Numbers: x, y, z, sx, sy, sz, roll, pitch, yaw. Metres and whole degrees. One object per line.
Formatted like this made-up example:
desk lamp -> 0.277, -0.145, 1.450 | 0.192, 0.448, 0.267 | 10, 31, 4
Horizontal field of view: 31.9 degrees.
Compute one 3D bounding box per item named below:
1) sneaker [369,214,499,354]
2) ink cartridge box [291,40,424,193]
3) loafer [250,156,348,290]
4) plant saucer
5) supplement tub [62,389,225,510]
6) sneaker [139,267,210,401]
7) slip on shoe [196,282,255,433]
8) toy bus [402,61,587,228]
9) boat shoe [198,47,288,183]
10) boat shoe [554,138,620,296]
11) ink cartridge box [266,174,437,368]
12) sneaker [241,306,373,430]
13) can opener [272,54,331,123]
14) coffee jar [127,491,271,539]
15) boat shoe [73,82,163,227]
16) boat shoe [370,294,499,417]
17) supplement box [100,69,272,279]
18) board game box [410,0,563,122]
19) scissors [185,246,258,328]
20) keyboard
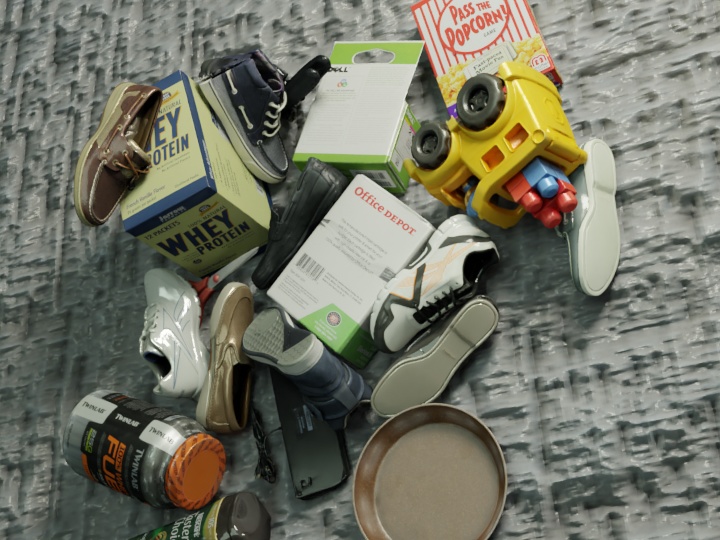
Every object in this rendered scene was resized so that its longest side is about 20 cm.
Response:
sneaker -> 0.090, 0.024, 1.547 | 0.200, 0.074, 0.080 | -52, 47, 1
ink cartridge box -> 0.012, -0.211, 1.713 | 0.147, 0.076, 0.201 | 5, 63, 28
loafer -> -0.092, -0.062, 1.682 | 0.070, 0.068, 0.201 | 38, 112, 6
plant saucer -> 0.086, 0.261, 1.510 | 0.199, 0.034, 0.201 | -9, 67, 22
supplement tub -> -0.282, 0.237, 1.648 | 0.199, 0.122, 0.123 | 14, 77, 33
sneaker -> -0.260, 0.083, 1.705 | 0.074, 0.087, 0.201 | -43, 58, 38
slip on shoe -> -0.165, 0.116, 1.668 | 0.060, 0.076, 0.201 | 4, 75, 33
toy bus -> 0.176, -0.121, 1.539 | 0.200, 0.135, 0.192 | -41, 56, 26
boat shoe -> -0.132, -0.209, 1.712 | 0.092, 0.200, 0.075 | -15, 35, 30
boat shoe -> 0.271, -0.060, 1.533 | 0.062, 0.073, 0.201 | -15, 62, 45
ink cartridge box -> 0.000, 0.000, 1.626 | 0.145, 0.084, 0.200 | 38, 90, 32
sneaker -> -0.067, 0.127, 1.600 | 0.077, 0.146, 0.202 | -48, 27, -7
can opener -> -0.095, -0.251, 1.739 | 0.064, 0.078, 0.200 | -61, 19, -15
coffee jar -> -0.208, 0.355, 1.578 | 0.199, 0.086, 0.104 | -25, 22, 15
boat shoe -> -0.304, -0.149, 1.612 | 0.072, 0.072, 0.201 | 7, 69, 32
boat shoe -> 0.095, 0.107, 1.562 | 0.200, 0.057, 0.067 | -43, 94, 9
supplement box -> -0.230, -0.126, 1.724 | 0.134, 0.200, 0.201 | -26, 60, 16
board game box -> 0.166, -0.303, 1.686 | 0.151, 0.046, 0.201 | -26, 61, 15
scissors -> -0.206, 0.012, 1.722 | 0.200, 0.014, 0.073 | -51, 56, 31
keyboard -> -0.088, 0.200, 1.630 | 0.127, 0.021, 0.201 | -20, 61, 11
